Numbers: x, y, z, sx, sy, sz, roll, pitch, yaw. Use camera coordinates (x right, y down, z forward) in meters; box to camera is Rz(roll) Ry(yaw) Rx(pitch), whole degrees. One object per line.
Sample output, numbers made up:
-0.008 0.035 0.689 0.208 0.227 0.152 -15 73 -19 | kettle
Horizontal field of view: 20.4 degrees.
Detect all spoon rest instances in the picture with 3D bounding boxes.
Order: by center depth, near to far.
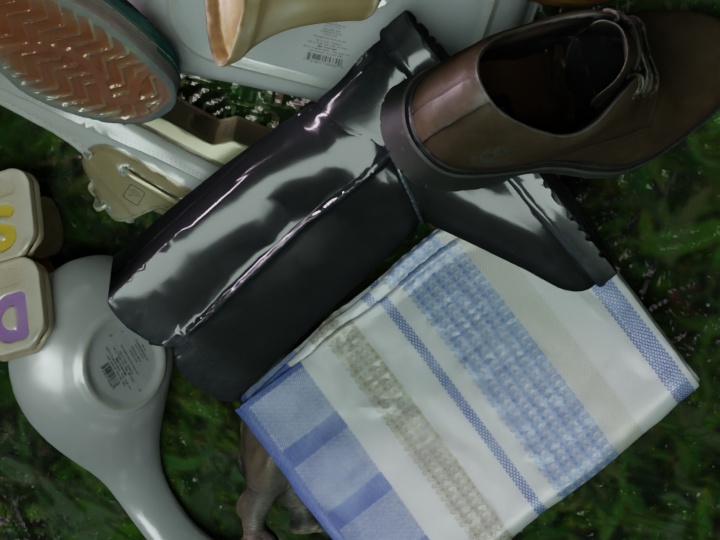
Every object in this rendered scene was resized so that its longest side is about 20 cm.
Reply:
-0.122 0.086 1.068 0.060 0.099 0.201 3 124 52 | spoon rest

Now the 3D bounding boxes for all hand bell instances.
0.036 -0.138 0.896 0.199 0.104 0.105 2 112 -16 | hand bell

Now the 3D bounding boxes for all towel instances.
0.052 0.060 1.001 0.200 0.024 0.147 -39 79 6 | towel

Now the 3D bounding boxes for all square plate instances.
-0.004 -0.156 0.937 0.199 0.029 0.199 13 124 -7 | square plate

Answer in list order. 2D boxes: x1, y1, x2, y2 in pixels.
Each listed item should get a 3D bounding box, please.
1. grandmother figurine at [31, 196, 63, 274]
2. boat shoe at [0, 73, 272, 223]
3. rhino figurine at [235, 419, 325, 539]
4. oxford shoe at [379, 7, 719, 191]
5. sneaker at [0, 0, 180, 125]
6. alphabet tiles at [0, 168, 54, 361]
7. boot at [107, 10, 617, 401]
-0.254 0.021 1.086 0.199 0.061 0.122 -10 80 18 | grandmother figurine
-0.111 -0.057 1.014 0.199 0.075 0.069 24 107 2 | boat shoe
0.028 0.092 1.044 0.199 0.060 0.088 -8 97 12 | rhino figurine
0.111 -0.083 0.899 0.084 0.199 0.073 -30 81 54 | oxford shoe
-0.161 -0.146 0.925 0.200 0.080 0.071 33 136 -27 | sneaker
-0.253 0.015 1.044 0.199 0.015 0.197 -14 71 18 | alphabet tiles
-0.001 -0.001 0.967 0.200 0.066 0.165 -40 100 12 | boot
